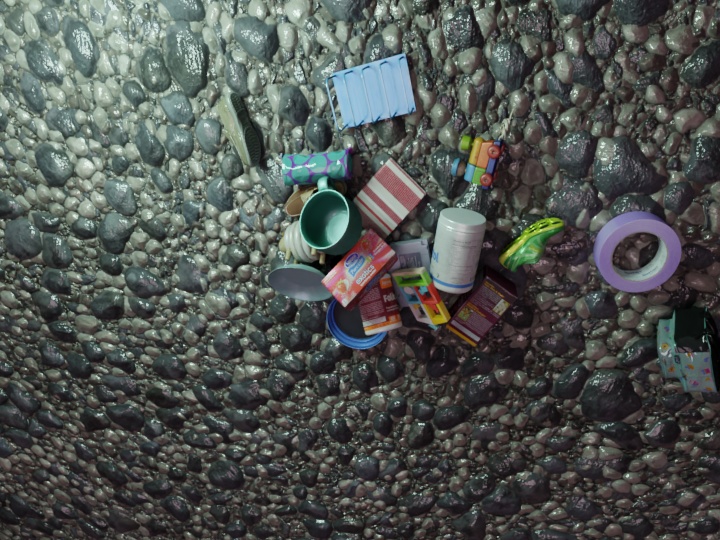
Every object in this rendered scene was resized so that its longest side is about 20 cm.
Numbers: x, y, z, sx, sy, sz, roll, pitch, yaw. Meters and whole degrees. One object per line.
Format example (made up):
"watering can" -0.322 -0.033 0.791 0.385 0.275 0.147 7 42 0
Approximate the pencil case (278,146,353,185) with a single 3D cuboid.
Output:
"pencil case" -0.119 -0.283 1.399 0.195 0.094 0.086 -2 147 11

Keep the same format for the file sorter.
"file sorter" 0.026 -0.438 1.278 0.195 0.123 0.142 -9 112 16

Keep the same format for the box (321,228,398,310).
"box" 0.000 0.000 1.389 0.100 0.096 0.200 44 89 14

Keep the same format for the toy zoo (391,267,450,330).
"toy zoo" 0.178 0.084 1.463 0.130 0.020 0.202 -6 119 55

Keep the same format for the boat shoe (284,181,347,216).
"boat shoe" -0.133 -0.203 1.445 0.197 0.072 0.077 -24 108 20

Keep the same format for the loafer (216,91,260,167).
"loafer" -0.335 -0.381 1.413 0.068 0.075 0.204 -8 108 28

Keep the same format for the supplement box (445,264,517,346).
"supplement box" 0.345 0.102 1.480 0.109 0.086 0.202 32 117 -4

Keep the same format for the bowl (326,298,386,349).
"bowl" -0.007 0.148 1.599 0.196 0.040 0.205 5 115 10

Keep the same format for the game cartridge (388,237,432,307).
"game cartridge" 0.148 0.008 1.506 0.130 0.041 0.204 -8 112 11

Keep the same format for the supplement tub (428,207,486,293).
"supplement tub" 0.262 -0.054 1.401 0.129 0.132 0.204 9 115 7

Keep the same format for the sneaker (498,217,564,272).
"sneaker" 0.468 -0.069 1.387 0.084 0.074 0.199 45 124 -8

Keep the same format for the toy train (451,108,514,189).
"toy train" 0.307 -0.320 1.304 0.114 0.085 0.204 19 117 17

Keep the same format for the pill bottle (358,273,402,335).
"pill bottle" 0.045 0.074 1.481 0.112 0.114 0.205 -15 86 18

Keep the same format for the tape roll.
"tape roll" 0.721 -0.048 1.347 0.195 0.066 0.205 5 116 10

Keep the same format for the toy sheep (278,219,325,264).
"toy sheep" -0.147 -0.084 1.470 0.195 0.138 0.141 -7 113 21

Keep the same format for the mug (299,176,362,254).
"mug" -0.064 -0.135 1.352 0.150 0.114 0.189 23 90 28

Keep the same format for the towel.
"towel" 0.070 -0.193 1.438 0.144 0.023 0.200 42 114 -6

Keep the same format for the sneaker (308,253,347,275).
"sneaker" -0.097 -0.014 1.516 0.199 0.091 0.076 -38 105 25

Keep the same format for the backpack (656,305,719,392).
"backpack" 0.885 0.224 1.380 0.151 0.176 0.202 -19 112 37

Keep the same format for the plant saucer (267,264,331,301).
"plant saucer" -0.169 0.027 1.490 0.196 0.039 0.202 7 152 4
